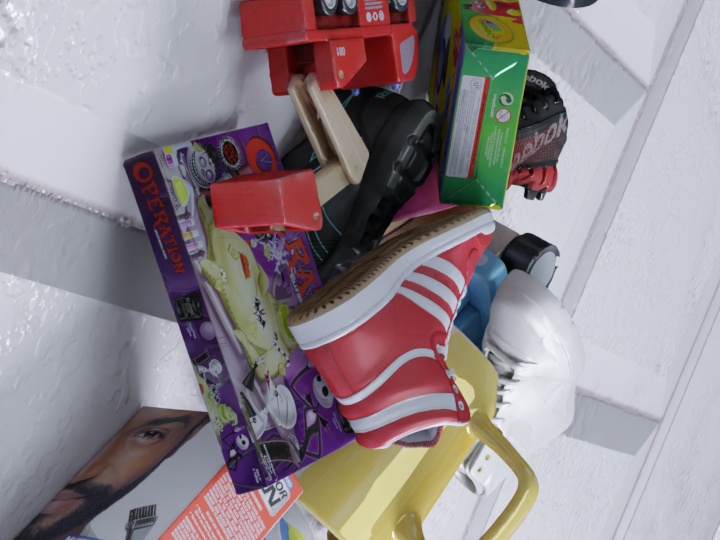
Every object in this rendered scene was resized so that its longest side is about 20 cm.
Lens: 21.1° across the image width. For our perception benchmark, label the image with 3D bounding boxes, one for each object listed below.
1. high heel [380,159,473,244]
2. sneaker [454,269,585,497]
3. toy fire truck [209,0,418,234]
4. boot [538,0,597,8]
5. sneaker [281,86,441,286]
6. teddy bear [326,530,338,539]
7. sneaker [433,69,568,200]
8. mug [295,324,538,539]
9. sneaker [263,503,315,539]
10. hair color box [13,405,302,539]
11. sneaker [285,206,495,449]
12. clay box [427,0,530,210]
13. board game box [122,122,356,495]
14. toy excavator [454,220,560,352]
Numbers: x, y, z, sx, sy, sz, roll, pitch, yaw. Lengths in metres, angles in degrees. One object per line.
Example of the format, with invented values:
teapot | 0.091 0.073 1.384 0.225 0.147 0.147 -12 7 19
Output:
high heel | 0.000 0.000 1.291 0.200 0.096 0.067 -57 153 -21
sneaker | 0.101 0.094 1.418 0.116 0.074 0.200 -41 148 -21
toy fire truck | -0.022 -0.100 1.158 0.200 0.049 0.141 -16 101 -60
boot | 0.160 -0.295 1.350 0.198 0.073 0.163 -70 172 -52
sneaker | -0.023 -0.029 1.247 0.200 0.079 0.075 -60 159 -5
teddy bear | 0.026 0.250 1.454 0.067 0.145 0.200 -45 -160 25
sneaker | 0.103 -0.105 1.443 0.200 0.071 0.098 -6 116 -65
mug | 0.024 0.110 1.290 0.153 0.187 0.149 -47 180 -6
sneaker | -0.073 0.261 1.390 0.076 0.105 0.201 -163 -119 -76
hair color box | -0.138 0.166 1.123 0.200 0.111 0.064 -47 124 -38
sneaker | 0.039 0.038 1.186 0.200 0.071 0.113 -35 101 -50
clay box | 0.076 -0.138 1.309 0.200 0.047 0.115 -94 -170 -61
board game box | -0.063 0.018 1.132 0.120 0.032 0.200 -23 94 -61
toy excavator | 0.049 0.028 1.432 0.200 0.100 0.195 -44 147 -24
